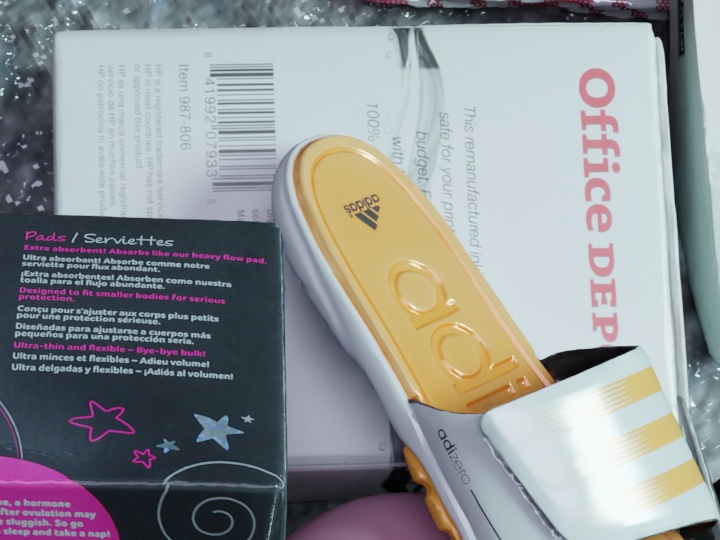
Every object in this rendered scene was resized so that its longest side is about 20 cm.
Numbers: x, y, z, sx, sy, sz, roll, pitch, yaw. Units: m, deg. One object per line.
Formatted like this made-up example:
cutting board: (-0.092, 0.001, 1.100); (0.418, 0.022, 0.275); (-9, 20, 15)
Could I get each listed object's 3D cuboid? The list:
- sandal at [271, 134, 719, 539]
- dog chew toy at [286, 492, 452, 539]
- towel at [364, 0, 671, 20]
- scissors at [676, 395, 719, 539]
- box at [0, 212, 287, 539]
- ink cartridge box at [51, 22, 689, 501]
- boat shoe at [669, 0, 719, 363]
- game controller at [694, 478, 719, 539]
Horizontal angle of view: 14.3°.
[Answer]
sandal: (0.048, 0.035, 0.847); (0.079, 0.059, 0.207); (-27, 77, -45)
dog chew toy: (0.048, 0.159, 0.872); (0.200, 0.125, 0.125); (38, 76, 22)
towel: (0.100, -0.157, 1.018); (0.199, 0.030, 0.147); (3, 75, -4)
scissors: (0.129, 0.140, 0.893); (0.014, 0.073, 0.201); (-19, 73, 12)
box: (-0.121, 0.065, 0.790); (0.199, 0.133, 0.115); (2, 39, -3)
ink cartridge box: (0.000, 0.000, 0.941); (0.199, 0.084, 0.146); (-1, 77, -4)
boat shoe: (0.138, -0.069, 0.955); (0.063, 0.071, 0.201); (-2, 96, -3)
game controller: (0.122, 0.164, 0.938); (0.104, 0.042, 0.201); (25, 75, 18)
